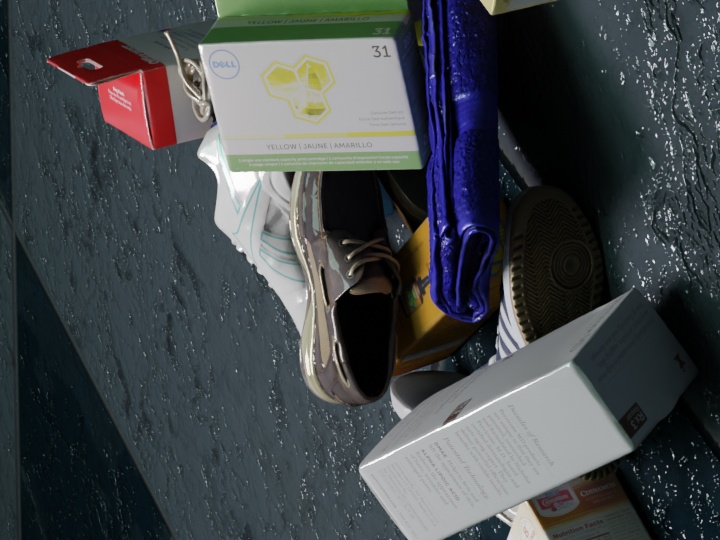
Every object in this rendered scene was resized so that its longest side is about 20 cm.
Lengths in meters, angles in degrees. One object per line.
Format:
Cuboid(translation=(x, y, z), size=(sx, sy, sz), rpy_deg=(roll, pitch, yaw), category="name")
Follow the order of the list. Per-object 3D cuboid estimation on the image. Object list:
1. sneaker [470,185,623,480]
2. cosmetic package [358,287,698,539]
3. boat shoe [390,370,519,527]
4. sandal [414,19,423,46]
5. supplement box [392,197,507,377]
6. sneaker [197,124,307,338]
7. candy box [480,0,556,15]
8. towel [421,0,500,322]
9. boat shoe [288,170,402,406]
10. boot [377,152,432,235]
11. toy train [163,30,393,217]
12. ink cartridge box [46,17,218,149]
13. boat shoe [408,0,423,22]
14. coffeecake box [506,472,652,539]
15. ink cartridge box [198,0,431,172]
Cuboid(translation=(0.114, 0.036, 1.655), size=(0.108, 0.070, 0.200), rpy_deg=(19, 124, 63), category="sneaker")
Cuboid(translation=(0.103, 0.094, 1.556), size=(0.200, 0.102, 0.074), rpy_deg=(-33, 97, 40), category="cosmetic package")
Cuboid(translation=(0.085, 0.132, 1.801), size=(0.200, 0.072, 0.066), rpy_deg=(30, 128, 50), category="boat shoe")
Cuboid(translation=(-0.019, -0.222, 1.793), size=(0.200, 0.087, 0.080), rpy_deg=(-129, 30, -50), category="sandal")
Cuboid(translation=(0.056, 0.016, 1.794), size=(0.200, 0.069, 0.067), rpy_deg=(129, 123, -67), category="supplement box")
Cuboid(translation=(-0.057, -0.029, 1.819), size=(0.080, 0.070, 0.200), rpy_deg=(-3, 119, 27), category="sneaker")
Cuboid(translation=(0.089, -0.271, 1.526), size=(0.200, 0.055, 0.115), rpy_deg=(97, 150, -44), category="candy box")
Cuboid(translation=(0.062, -0.082, 1.615), size=(0.148, 0.049, 0.200), rpy_deg=(94, 177, -65), category="towel")
Cuboid(translation=(0.000, 0.000, 1.755), size=(0.073, 0.074, 0.200), rpy_deg=(16, 114, 55), category="boat shoe")
Cuboid(translation=(0.015, -0.108, 1.814), size=(0.075, 0.074, 0.200), rpy_deg=(102, 145, -65), category="boot")
Cuboid(translation=(-0.059, -0.109, 1.895), size=(0.085, 0.116, 0.200), rpy_deg=(173, 76, -79), category="toy train")
Cuboid(translation=(-0.134, -0.150, 1.970), size=(0.116, 0.200, 0.067), rpy_deg=(-149, 48, -61), category="ink cartridge box")
Cuboid(translation=(0.016, -0.271, 1.687), size=(0.086, 0.075, 0.202), rpy_deg=(-146, 48, -59), category="boat shoe")
Cuboid(translation=(0.167, 0.260, 1.667), size=(0.154, 0.073, 0.200), rpy_deg=(102, 146, -52), category="coffeecake box")
Cuboid(translation=(-0.037, -0.162, 1.660), size=(0.048, 0.145, 0.200), rpy_deg=(-63, -33, -51), category="ink cartridge box")
